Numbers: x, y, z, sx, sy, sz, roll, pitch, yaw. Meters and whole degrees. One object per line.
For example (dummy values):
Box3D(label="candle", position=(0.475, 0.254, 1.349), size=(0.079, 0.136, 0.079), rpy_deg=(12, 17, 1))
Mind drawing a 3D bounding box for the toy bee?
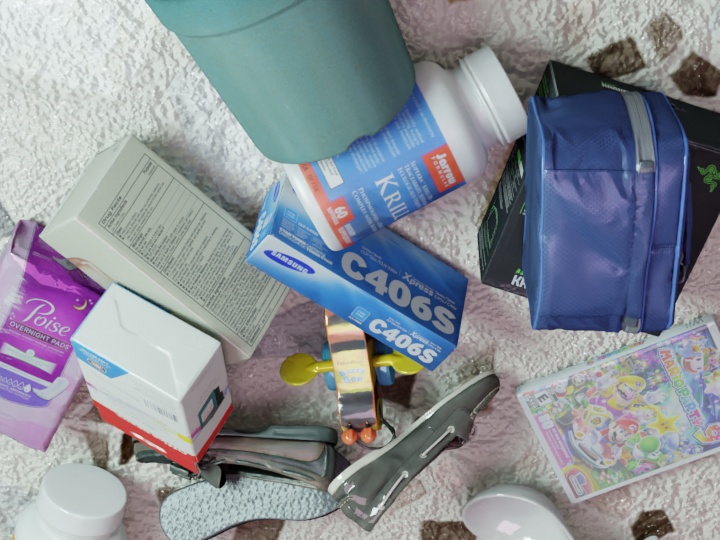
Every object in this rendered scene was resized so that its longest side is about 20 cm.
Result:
Box3D(label="toy bee", position=(0.005, 0.104, 1.653), size=(0.131, 0.109, 0.200), rpy_deg=(-26, 114, 17))

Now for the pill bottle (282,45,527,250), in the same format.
Box3D(label="pill bottle", position=(0.039, -0.109, 1.522), size=(0.200, 0.112, 0.112), rpy_deg=(-28, 116, 4))

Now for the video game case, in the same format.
Box3D(label="video game case", position=(0.267, 0.135, 1.718), size=(0.200, 0.018, 0.143), rpy_deg=(-22, 116, 13))

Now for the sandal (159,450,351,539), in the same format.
Box3D(label="sandal", position=(-0.098, 0.216, 1.755), size=(0.200, 0.043, 0.076), rpy_deg=(-13, 82, 8))

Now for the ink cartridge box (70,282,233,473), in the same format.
Box3D(label="ink cartridge box", position=(-0.182, 0.102, 1.613), size=(0.116, 0.067, 0.200), rpy_deg=(28, 158, 12))

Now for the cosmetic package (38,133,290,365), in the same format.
Box3D(label="cosmetic package", position=(-0.167, -0.013, 1.580), size=(0.200, 0.103, 0.087), rpy_deg=(42, 151, -19))

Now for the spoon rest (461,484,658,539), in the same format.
Box3D(label="spoon rest", position=(0.195, 0.262, 1.761), size=(0.200, 0.061, 0.099), rpy_deg=(19, 142, -11))

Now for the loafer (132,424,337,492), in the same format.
Box3D(label="loafer", position=(-0.121, 0.180, 1.706), size=(0.200, 0.072, 0.063), rpy_deg=(-3, 77, 9))

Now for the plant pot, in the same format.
Box3D(label="plant pot", position=(-0.059, -0.205, 1.442), size=(0.200, 0.200, 0.196), rpy_deg=(-21, 125, 13))

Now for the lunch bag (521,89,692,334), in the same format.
Box3D(label="lunch bag", position=(0.202, -0.040, 1.444), size=(0.132, 0.136, 0.200), rpy_deg=(-1, 119, 0))

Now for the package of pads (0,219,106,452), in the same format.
Box3D(label="package of pads", position=(-0.302, 0.063, 1.656), size=(0.120, 0.076, 0.200), rpy_deg=(24, 117, -15))

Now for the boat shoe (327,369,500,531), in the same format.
Box3D(label="boat shoe", position=(0.061, 0.168, 1.668), size=(0.200, 0.067, 0.057), rpy_deg=(-34, 77, -20))

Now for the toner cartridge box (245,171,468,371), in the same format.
Box3D(label="toner cartridge box", position=(0.000, 0.000, 1.599), size=(0.200, 0.095, 0.043), rpy_deg=(31, 129, -16))

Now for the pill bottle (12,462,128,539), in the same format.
Box3D(label="pill bottle", position=(-0.291, 0.292, 1.765), size=(0.113, 0.113, 0.200), rpy_deg=(15, 118, -7))

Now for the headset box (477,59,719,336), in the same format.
Box3D(label="headset box", position=(0.216, -0.068, 1.560), size=(0.174, 0.093, 0.200), rpy_deg=(17, 118, -9))
